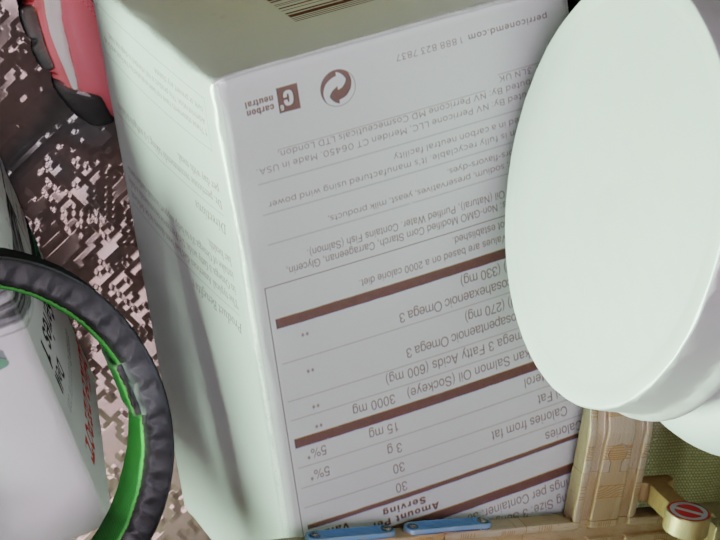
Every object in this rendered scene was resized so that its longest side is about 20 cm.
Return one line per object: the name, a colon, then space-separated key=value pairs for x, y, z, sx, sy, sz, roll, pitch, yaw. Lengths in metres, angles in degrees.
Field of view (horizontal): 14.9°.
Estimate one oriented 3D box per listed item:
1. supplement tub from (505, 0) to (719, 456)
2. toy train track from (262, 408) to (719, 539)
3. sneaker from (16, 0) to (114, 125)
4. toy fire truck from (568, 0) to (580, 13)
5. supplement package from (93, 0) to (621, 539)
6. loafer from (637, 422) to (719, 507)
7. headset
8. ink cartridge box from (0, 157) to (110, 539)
supplement tub: x=0.157 y=-0.013 z=0.799 sx=0.200 sy=0.144 sz=0.145 roll=5 pitch=108 yaw=-26
toy train track: x=0.040 y=0.094 z=0.849 sx=0.200 sy=0.033 sz=0.115 roll=-2 pitch=114 yaw=-26
sneaker: x=-0.081 y=-0.146 z=0.922 sx=0.087 sy=0.074 sz=0.201 roll=-8 pitch=108 yaw=-6
toy fire truck: x=0.149 y=-0.124 z=0.910 sx=0.200 sy=0.129 sz=0.176 roll=-16 pitch=82 yaw=-9
supplement package: x=0.000 y=0.000 z=0.879 sx=0.117 sy=0.117 sz=0.200 roll=-17 pitch=118 yaw=-19
loafer: x=0.101 y=0.111 z=1.031 sx=0.067 sy=0.076 sz=0.200 roll=19 pitch=102 yaw=-6
headset: x=-0.157 y=0.068 z=0.841 sx=0.200 sy=0.094 sz=0.124 roll=-25 pitch=106 yaw=-15
ink cartridge box: x=-0.157 y=-0.009 z=0.918 sx=0.084 sy=0.146 sz=0.200 roll=-22 pitch=110 yaw=0
